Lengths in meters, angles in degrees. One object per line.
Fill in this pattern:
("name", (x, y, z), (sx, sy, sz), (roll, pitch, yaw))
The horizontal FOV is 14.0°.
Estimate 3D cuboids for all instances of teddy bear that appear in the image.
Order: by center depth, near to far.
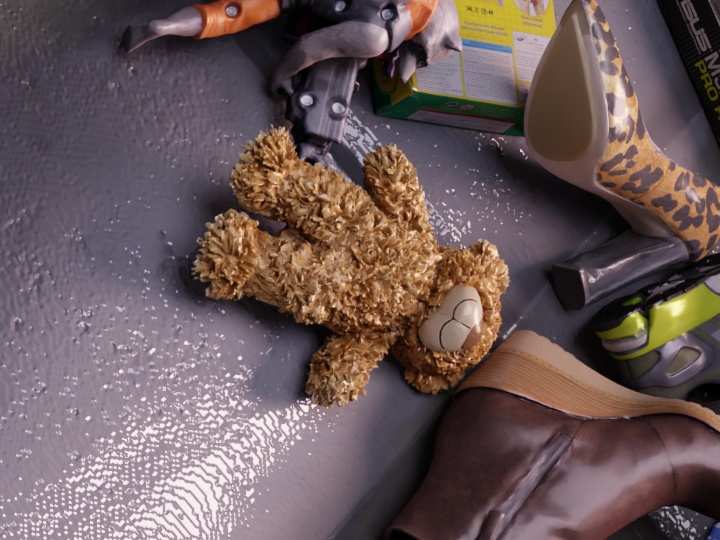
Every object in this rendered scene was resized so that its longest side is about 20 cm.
("teddy bear", (0.000, 0.000, 1.638), (0.200, 0.067, 0.145), (45, 64, -20))

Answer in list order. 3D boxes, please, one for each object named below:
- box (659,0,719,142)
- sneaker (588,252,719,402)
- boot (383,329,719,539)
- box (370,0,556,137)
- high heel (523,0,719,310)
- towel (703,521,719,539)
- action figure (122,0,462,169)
("box", (0.305, -0.139, 1.937), (0.200, 0.044, 0.160), (-17, 81, -38))
("sneaker", (0.223, 0.036, 1.803), (0.200, 0.074, 0.081), (-21, 99, -36))
("boot", (0.129, 0.139, 1.665), (0.200, 0.072, 0.166), (28, 57, 5))
("box", (0.057, -0.187, 1.782), (0.117, 0.048, 0.200), (7, 70, -32))
("high heel", (0.170, -0.087, 1.766), (0.142, 0.071, 0.200), (-24, 123, -35))
("towel", (0.249, 0.222, 1.764), (0.145, 0.024, 0.200), (49, 52, -7))
("action figure", (-0.032, -0.140, 1.659), (0.193, 0.105, 0.200), (10, 74, -19))
